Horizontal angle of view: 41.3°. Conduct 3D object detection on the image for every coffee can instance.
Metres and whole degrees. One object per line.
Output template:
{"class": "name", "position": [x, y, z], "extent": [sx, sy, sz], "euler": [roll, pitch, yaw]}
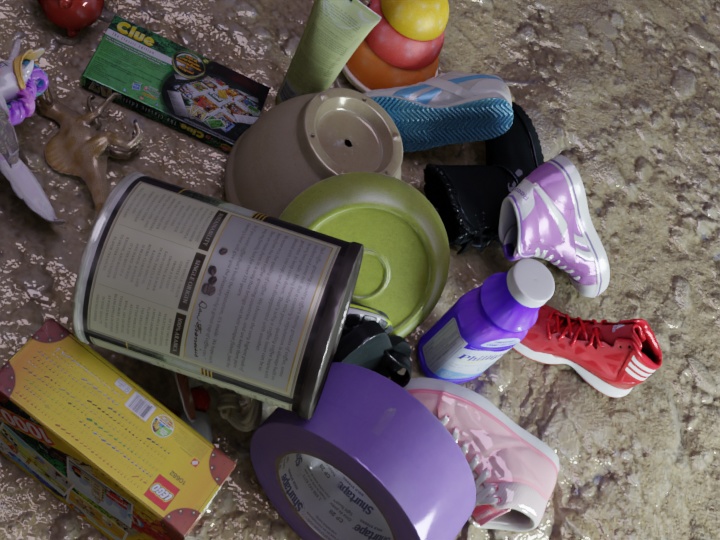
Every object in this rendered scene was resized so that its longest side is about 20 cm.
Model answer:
{"class": "coffee can", "position": [-0.111, 0.019, 0.777], "extent": [0.197, 0.147, 0.148], "euler": [18, 56, 2]}

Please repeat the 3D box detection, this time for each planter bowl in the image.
{"class": "planter bowl", "position": [-0.034, -0.113, 1.046], "extent": [0.198, 0.135, 0.203], "euler": [13, 60, -24]}

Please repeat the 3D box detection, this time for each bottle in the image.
{"class": "bottle", "position": [0.132, 0.055, 0.998], "extent": [0.082, 0.200, 0.066], "euler": [-3, 64, -27]}

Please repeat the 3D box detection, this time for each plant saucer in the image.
{"class": "plant saucer", "position": [0.000, 0.000, 0.986], "extent": [0.197, 0.202, 0.031], "euler": [15, 18, -16]}

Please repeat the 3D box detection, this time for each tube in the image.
{"class": "tube", "position": [-0.043, -0.246, 1.088], "extent": [0.057, 0.200, 0.053], "euler": [-3, 66, -24]}

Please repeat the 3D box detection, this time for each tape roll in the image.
{"class": "tape roll", "position": [0.000, 0.188, 0.865], "extent": [0.200, 0.200, 0.085], "euler": [43, 54, 4]}

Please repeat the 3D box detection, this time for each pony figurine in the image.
{"class": "pony figurine", "position": [-0.380, -0.130, 0.921], "extent": [0.198, 0.167, 0.194], "euler": [-21, 64, -16]}

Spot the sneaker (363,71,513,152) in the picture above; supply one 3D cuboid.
{"class": "sneaker", "position": [0.087, -0.200, 1.179], "extent": [0.197, 0.077, 0.081], "euler": [-1, 40, 5]}

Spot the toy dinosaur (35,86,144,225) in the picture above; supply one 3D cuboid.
{"class": "toy dinosaur", "position": [-0.282, -0.127, 1.016], "extent": [0.100, 0.058, 0.201], "euler": [-24, 66, -17]}

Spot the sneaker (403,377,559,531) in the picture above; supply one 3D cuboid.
{"class": "sneaker", "position": [0.115, 0.197, 0.987], "extent": [0.199, 0.075, 0.105], "euler": [33, 49, -9]}

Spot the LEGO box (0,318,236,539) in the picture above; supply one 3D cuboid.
{"class": "LEGO box", "position": [-0.219, 0.155, 0.817], "extent": [0.199, 0.149, 0.077], "euler": [38, 55, 0]}

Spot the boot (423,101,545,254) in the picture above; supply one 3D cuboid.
{"class": "boot", "position": [0.150, -0.119, 1.184], "extent": [0.161, 0.073, 0.201], "euler": [-9, 70, -28]}

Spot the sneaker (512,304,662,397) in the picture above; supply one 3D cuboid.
{"class": "sneaker", "position": [0.258, 0.066, 1.100], "extent": [0.198, 0.116, 0.079], "euler": [24, 55, -10]}

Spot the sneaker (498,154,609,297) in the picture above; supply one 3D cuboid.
{"class": "sneaker", "position": [0.222, -0.028, 1.137], "extent": [0.114, 0.073, 0.202], "euler": [-36, 122, -12]}

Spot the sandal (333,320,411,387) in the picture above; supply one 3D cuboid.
{"class": "sandal", "position": [0.016, 0.099, 0.944], "extent": [0.075, 0.200, 0.048], "euler": [-39, 73, 3]}

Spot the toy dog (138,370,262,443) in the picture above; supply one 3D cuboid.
{"class": "toy dog", "position": [-0.181, 0.084, 0.901], "extent": [0.096, 0.132, 0.202], "euler": [13, 46, -43]}

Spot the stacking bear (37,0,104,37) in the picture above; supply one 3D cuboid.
{"class": "stacking bear", "position": [-0.318, -0.369, 1.097], "extent": [0.112, 0.122, 0.203], "euler": [12, 67, -9]}

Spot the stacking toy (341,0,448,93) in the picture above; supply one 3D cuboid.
{"class": "stacking toy", "position": [0.064, -0.315, 1.174], "extent": [0.144, 0.200, 0.148], "euler": [11, 58, -18]}

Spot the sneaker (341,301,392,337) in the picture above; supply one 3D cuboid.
{"class": "sneaker", "position": [-0.049, 0.029, 0.935], "extent": [0.199, 0.074, 0.082], "euler": [23, 34, -37]}

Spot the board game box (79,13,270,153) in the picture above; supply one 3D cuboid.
{"class": "board game box", "position": [-0.211, -0.213, 1.104], "extent": [0.198, 0.023, 0.106], "euler": [24, 58, -11]}
